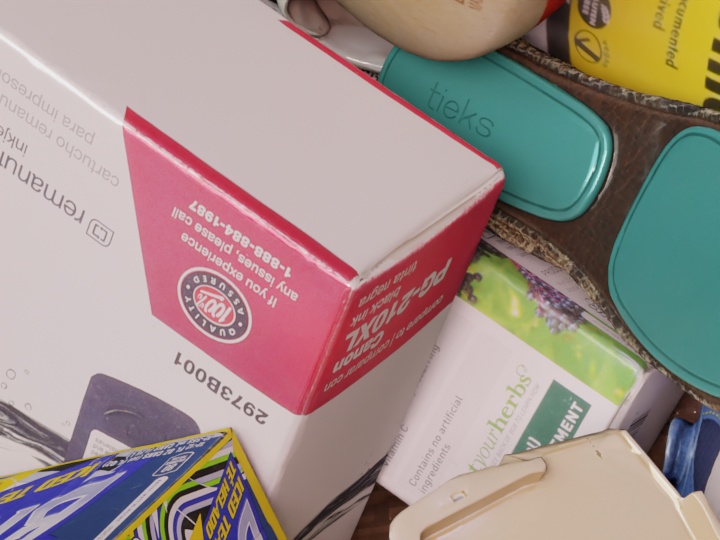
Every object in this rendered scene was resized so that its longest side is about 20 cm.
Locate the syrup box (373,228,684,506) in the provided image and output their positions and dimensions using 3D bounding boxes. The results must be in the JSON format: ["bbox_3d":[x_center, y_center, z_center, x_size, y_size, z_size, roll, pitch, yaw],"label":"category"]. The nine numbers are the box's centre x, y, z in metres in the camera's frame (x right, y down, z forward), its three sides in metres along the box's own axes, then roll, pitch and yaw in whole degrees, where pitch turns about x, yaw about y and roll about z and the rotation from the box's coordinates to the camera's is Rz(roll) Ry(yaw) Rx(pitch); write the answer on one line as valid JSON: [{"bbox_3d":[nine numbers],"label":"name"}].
[{"bbox_3d":[0.000,0.000,0.852,0.199,0.081,0.079,35,111,15],"label":"syrup box"}]

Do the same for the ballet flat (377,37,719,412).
[{"bbox_3d":[0.084,-0.016,0.776,0.200,0.075,0.068,36,104,44],"label":"ballet flat"}]

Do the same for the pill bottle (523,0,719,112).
[{"bbox_3d":[0.152,-0.063,0.800,0.199,0.111,0.112,29,92,33],"label":"pill bottle"}]

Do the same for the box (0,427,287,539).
[{"bbox_3d":[-0.110,0.100,0.759,0.199,0.070,0.065,-15,108,38],"label":"box"}]

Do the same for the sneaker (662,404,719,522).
[{"bbox_3d":[0.108,0.083,0.810,0.082,0.074,0.202,-5,73,32],"label":"sneaker"}]

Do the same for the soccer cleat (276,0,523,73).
[{"bbox_3d":[-0.017,-0.120,0.917,0.200,0.069,0.078,36,60,20],"label":"soccer cleat"}]

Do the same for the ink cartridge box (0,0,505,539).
[{"bbox_3d":[-0.066,0.023,0.792,0.144,0.084,0.201,35,129,16],"label":"ink cartridge box"}]

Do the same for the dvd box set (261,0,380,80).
[{"bbox_3d":[-0.049,0.014,0.950,0.146,0.029,0.201,35,96,32],"label":"dvd box set"}]

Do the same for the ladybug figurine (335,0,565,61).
[{"bbox_3d":[0.015,-0.140,0.790,0.200,0.072,0.136,55,149,36],"label":"ladybug figurine"}]

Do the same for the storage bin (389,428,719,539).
[{"bbox_3d":[0.050,0.179,0.744,0.199,0.093,0.200,63,149,28],"label":"storage bin"}]
